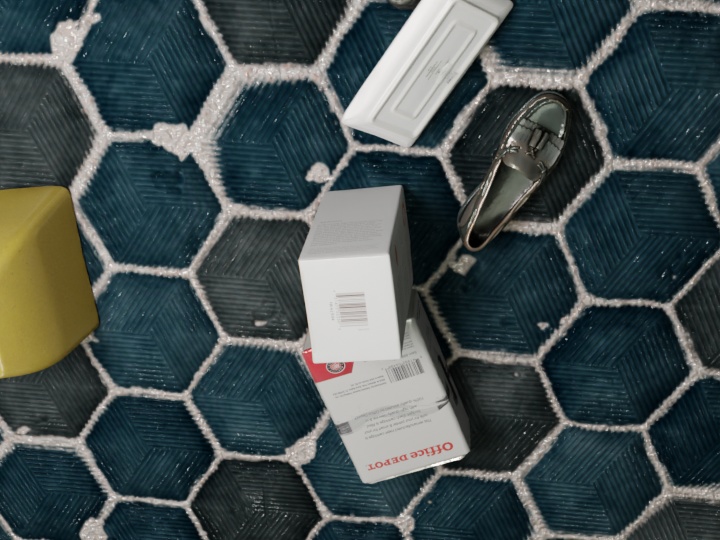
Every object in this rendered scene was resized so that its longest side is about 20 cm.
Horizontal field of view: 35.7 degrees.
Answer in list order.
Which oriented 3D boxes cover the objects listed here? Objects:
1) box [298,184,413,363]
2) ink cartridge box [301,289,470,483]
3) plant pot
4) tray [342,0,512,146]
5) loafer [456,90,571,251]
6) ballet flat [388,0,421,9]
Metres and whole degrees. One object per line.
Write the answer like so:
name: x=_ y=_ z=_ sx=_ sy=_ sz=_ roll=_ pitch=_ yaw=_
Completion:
box: x=0.000 y=0.000 z=1.241 sx=0.097 sy=0.200 sz=0.125 roll=-3 pitch=114 yaw=9
ink cartridge box: x=0.035 y=0.144 z=1.368 sx=0.144 sy=0.084 sz=0.200 roll=-18 pitch=111 yaw=13
plant pot: x=-0.446 y=0.032 z=1.310 sx=0.194 sy=0.200 sz=0.196 roll=-3 pitch=115 yaw=8
tray: x=0.074 y=-0.218 z=1.197 sx=0.107 sy=0.022 sz=0.200 roll=14 pitch=123 yaw=-41
loafer: x=0.174 y=-0.104 z=1.247 sx=0.072 sy=0.063 sz=0.200 roll=27 pitch=115 yaw=-6
ballet flat: x=0.114 y=-0.329 z=1.153 sx=0.200 sy=0.057 sz=0.067 roll=-32 pitch=108 yaw=19
